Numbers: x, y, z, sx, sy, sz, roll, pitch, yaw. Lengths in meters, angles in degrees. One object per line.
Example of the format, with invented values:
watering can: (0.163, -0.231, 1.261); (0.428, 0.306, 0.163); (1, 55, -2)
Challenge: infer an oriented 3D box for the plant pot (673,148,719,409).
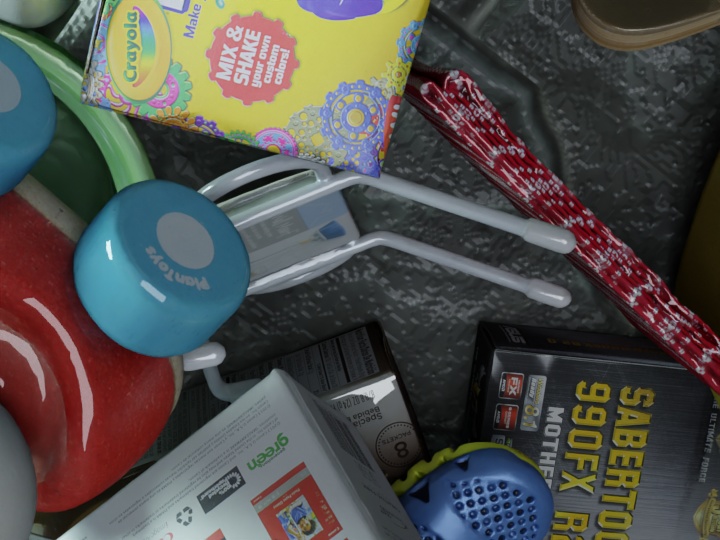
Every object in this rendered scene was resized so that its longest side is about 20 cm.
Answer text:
plant pot: (0.260, -0.012, 0.762); (0.199, 0.200, 0.177); (-8, 128, -4)

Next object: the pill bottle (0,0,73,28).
pill bottle: (-0.202, -0.186, 0.727); (0.199, 0.112, 0.113); (22, 102, -2)

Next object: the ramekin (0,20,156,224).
ramekin: (-0.187, -0.023, 0.790); (0.199, 0.098, 0.201); (-2, 106, -6)

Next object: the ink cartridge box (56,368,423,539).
ink cartridge box: (-0.057, 0.176, 0.731); (0.200, 0.176, 0.084); (-37, 146, 7)

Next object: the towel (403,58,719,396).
towel: (0.089, -0.027, 0.794); (0.200, 0.145, 0.022); (43, 92, -14)

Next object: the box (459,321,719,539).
box: (0.124, 0.134, 0.893); (0.157, 0.048, 0.201); (7, 105, -7)

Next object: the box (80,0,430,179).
box: (-0.032, -0.165, 0.717); (0.121, 0.193, 0.201); (14, 104, -9)

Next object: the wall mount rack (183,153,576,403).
wall mount rack: (0.000, 0.000, 0.760); (0.173, 0.200, 0.075); (-20, 78, 1)

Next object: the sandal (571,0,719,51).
sandal: (0.196, -0.137, 0.799); (0.211, 0.070, 0.078); (-14, 72, -3)

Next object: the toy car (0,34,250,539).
toy car: (-0.168, 0.051, 0.621); (0.177, 0.200, 0.184); (39, 129, -11)

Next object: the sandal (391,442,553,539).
sandal: (0.018, 0.166, 0.790); (0.079, 0.087, 0.200); (35, 99, -16)

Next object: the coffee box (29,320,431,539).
coffee box: (-0.061, 0.118, 0.851); (0.199, 0.080, 0.114); (-19, 108, 0)
